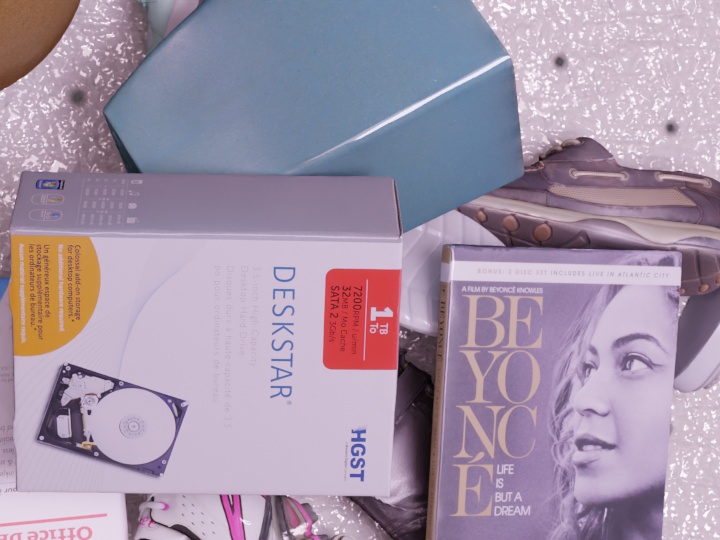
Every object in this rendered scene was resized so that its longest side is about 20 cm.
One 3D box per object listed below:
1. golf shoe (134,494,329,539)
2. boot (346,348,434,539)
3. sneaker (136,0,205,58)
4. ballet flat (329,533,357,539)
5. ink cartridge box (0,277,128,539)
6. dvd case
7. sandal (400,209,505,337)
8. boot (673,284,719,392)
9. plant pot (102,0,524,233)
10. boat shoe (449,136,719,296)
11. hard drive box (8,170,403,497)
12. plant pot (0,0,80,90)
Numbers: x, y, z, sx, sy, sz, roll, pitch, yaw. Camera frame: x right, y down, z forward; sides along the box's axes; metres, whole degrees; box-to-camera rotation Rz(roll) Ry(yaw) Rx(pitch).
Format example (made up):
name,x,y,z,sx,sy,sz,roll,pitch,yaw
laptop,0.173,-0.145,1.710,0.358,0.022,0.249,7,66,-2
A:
name,x,y,z,sx,sy,sz,roll,pitch,yaw
golf shoe,-0.088,0.118,1.357,0.092,0.073,0.200,-14,61,-27
boot,0.052,0.085,1.436,0.174,0.069,0.200,46,66,1
sneaker,-0.124,-0.194,1.405,0.118,0.074,0.201,17,107,21
ballet flat,-0.033,0.180,1.410,0.200,0.070,0.065,11,77,-17
ink cartridge box,-0.195,0.104,1.366,0.115,0.068,0.201,-4,89,-15
dvd case,0.111,0.086,1.390,0.148,0.016,0.201,2,94,-22
sandal,0.003,-0.006,1.421,0.202,0.050,0.083,18,63,7
boot,0.273,0.009,1.494,0.095,0.074,0.200,36,83,-12
plant pot,-0.031,-0.085,1.361,0.200,0.141,0.141,-31,66,-8
boat shoe,0.130,-0.037,1.465,0.199,0.075,0.073,11,58,-8
hard drive box,-0.081,0.033,1.275,0.199,0.077,0.156,0,115,-3
plant pot,-0.209,-0.183,1.221,0.186,0.200,0.187,0,89,-18
